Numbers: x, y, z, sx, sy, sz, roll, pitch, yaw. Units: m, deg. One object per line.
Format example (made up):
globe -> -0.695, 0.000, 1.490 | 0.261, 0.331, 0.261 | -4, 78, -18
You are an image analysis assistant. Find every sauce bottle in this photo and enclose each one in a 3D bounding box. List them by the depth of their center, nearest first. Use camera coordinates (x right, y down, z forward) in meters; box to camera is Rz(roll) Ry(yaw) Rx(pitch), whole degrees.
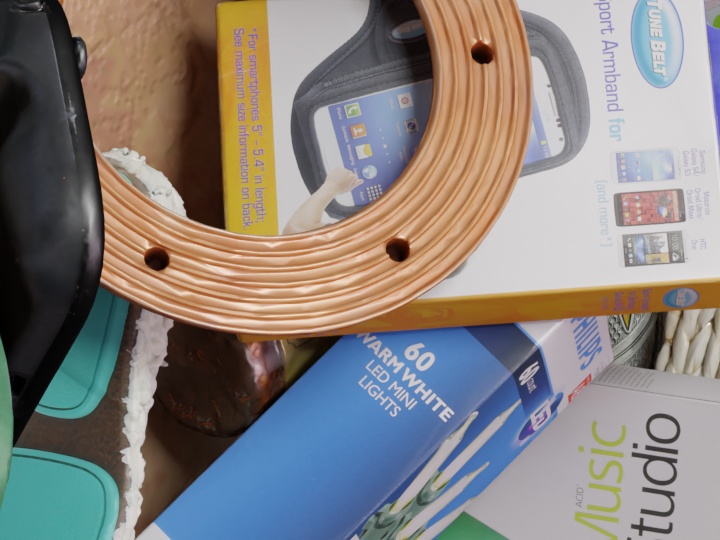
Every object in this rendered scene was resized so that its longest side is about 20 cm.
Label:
sauce bottle -> 0.000, 0.000, 1.135 | 0.200, 0.066, 0.066 | -32, 125, -45

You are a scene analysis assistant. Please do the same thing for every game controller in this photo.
game controller -> -0.118, 0.005, 0.889 | 0.042, 0.105, 0.200 | -9, 154, -28

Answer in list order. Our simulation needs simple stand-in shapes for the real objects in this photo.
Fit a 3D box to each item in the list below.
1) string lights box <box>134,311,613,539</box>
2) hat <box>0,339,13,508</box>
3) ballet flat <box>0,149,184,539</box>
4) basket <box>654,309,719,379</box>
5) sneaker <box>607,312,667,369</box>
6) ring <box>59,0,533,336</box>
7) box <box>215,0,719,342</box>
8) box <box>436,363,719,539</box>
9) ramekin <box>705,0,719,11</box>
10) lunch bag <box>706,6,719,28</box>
string lights box -> 0.003, 0.070, 1.086 | 0.200, 0.059, 0.103 | -44, 162, -7
hat -> -0.169, 0.064, 0.918 | 0.200, 0.166, 0.176 | -34, 167, 10
ballet flat -> -0.097, 0.059, 1.013 | 0.072, 0.072, 0.201 | 22, 83, -52
basket -> 0.228, 0.075, 1.248 | 0.200, 0.161, 0.199 | -4, 114, -52
sneaker -> 0.103, -0.008, 1.269 | 0.082, 0.078, 0.201 | 0, 104, -29
ring -> -0.039, -0.070, 0.993 | 0.201, 0.200, 0.019 | -54, 180, -26
box -> 0.050, -0.042, 1.040 | 0.041, 0.199, 0.119 | 71, 15, -73
box -> 0.087, 0.109, 1.169 | 0.036, 0.199, 0.145 | -31, 126, -66
ramekin -> 0.103, -0.187, 1.103 | 0.105, 0.200, 0.201 | -32, 126, -30
lunch bag -> 0.213, -0.048, 1.379 | 0.200, 0.082, 0.161 | 34, 72, -52
